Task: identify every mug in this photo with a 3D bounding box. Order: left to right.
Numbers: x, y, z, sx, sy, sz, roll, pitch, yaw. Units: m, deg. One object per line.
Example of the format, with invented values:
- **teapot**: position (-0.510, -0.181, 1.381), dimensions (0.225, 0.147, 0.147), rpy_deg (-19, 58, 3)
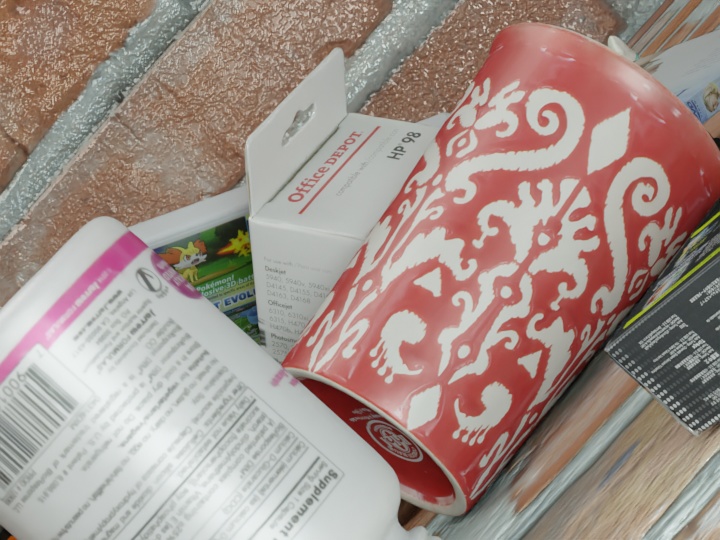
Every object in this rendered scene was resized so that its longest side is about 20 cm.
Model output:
- **mug**: position (0.064, 0.013, 1.176), dimensions (0.200, 0.133, 0.178), rpy_deg (-53, -19, -19)

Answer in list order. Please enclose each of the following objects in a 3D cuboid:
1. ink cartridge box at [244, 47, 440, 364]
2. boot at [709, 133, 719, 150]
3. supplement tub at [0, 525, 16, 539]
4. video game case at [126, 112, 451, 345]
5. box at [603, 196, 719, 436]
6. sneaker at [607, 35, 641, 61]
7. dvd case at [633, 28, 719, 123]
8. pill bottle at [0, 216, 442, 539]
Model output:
- **ink cartridge box**: position (0.000, 0.000, 1.294), dimensions (0.116, 0.067, 0.200), rpy_deg (-50, -35, -48)
- **boot**: position (0.124, -0.027, 1.324), dimensions (0.132, 0.070, 0.200), rpy_deg (-38, 12, 24)
- **supplement tub**: position (-0.099, 0.120, 1.218), dimensions (0.123, 0.200, 0.123), rpy_deg (-47, 2, 2)
- **video game case**: position (-0.026, 0.021, 1.399), dimensions (0.200, 0.183, 0.022), rpy_deg (-20, 38, -14)
- **box**: position (0.174, -0.049, 0.773), dimensions (0.160, 0.044, 0.200), rpy_deg (-50, 2, -36)
- **sneaker**: position (0.154, -0.086, 1.631), dimensions (0.070, 0.080, 0.200), rpy_deg (-45, 5, 35)
- **dvd case**: position (0.159, -0.094, 1.342), dimensions (0.142, 0.018, 0.200), rpy_deg (-17, 12, 40)
- **pill bottle**: position (-0.058, 0.085, 0.925), dimensions (0.113, 0.200, 0.113), rpy_deg (-48, 2, 2)
